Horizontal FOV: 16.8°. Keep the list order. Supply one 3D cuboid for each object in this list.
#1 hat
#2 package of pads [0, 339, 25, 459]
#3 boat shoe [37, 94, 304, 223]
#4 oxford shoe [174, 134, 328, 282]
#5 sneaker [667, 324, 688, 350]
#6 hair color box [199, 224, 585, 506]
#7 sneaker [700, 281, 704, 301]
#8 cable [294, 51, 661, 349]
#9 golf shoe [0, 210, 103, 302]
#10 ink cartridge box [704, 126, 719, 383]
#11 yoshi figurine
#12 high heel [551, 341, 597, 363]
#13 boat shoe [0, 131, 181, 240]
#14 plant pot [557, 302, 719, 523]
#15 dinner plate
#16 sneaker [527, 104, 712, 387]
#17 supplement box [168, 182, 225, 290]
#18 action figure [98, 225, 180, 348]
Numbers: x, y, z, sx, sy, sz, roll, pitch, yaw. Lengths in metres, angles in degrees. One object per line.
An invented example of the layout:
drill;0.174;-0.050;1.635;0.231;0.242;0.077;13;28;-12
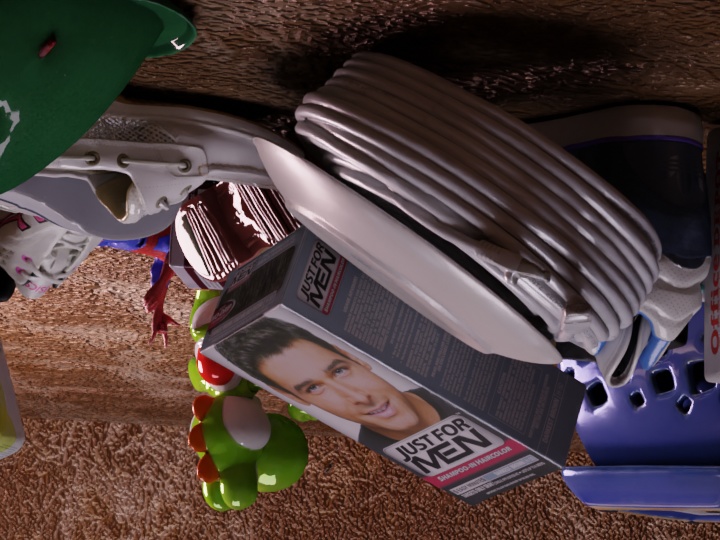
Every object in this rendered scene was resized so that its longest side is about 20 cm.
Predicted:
hat;-0.182;-0.040;1.169;0.200;0.176;0.166;1;171;15
package of pads;-0.285;0.026;1.563;0.068;0.200;0.155;-17;169;6
boat shoe;-0.126;-0.059;1.362;0.200;0.069;0.071;10;169;-27
oxford shoe;-0.040;-0.051;1.486;0.075;0.071;0.200;-29;-174;-34
sneaker;0.168;0.014;1.642;0.104;0.060;0.200;-9;-166;15
hair color box;0.019;0.057;1.411;0.200;0.061;0.099;31;148;-19
sneaker;0.166;-0.022;1.531;0.200;0.078;0.091;11;176;8
cable;0.058;-0.037;1.224;0.200;0.069;0.200;35;177;15
golf shoe;-0.186;-0.028;1.536;0.072;0.092;0.200;9;168;-31
ink cartridge box;0.251;-0.017;1.261;0.084;0.146;0.200;4;171;-14
yoshi figurine;-0.081;0.086;1.867;0.112;0.200;0.112;4;171;-10
high heel;0.056;0.029;1.497;0.142;0.072;0.200;3;170;25
boat shoe;-0.197;-0.064;1.403;0.200;0.071;0.070;10;-176;-35
plant pot;0.283;0.109;1.958;0.200;0.180;0.200;-5;167;43
dinner plate;0.019;-0.004;1.279;0.200;0.024;0.200;37;177;2
sneaker;0.121;-0.006;1.372;0.080;0.147;0.200;9;168;-31
supplement box;-0.022;-0.018;1.635;0.200;0.061;0.109;4;172;3
action figure;-0.173;-0.001;1.698;0.200;0.099;0.065;6;172;-33
